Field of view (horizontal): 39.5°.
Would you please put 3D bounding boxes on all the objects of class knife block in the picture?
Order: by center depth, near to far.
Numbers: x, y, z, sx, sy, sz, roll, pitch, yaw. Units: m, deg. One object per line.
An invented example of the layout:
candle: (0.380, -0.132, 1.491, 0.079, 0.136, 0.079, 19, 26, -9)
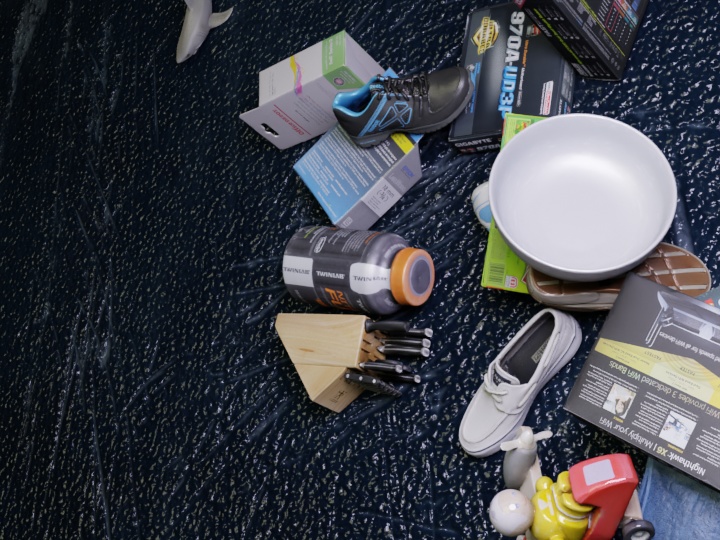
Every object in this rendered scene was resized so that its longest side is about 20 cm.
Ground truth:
knife block: (-0.005, 0.088, 1.310, 0.175, 0.064, 0.201, -43, 50, 13)

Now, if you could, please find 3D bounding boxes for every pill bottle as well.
pill bottle: (0.000, 0.000, 1.318, 0.197, 0.106, 0.108, 7, 73, 39)

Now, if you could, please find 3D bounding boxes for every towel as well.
towel: (0.308, 0.289, 0.987, 0.110, 0.048, 0.203, 16, 79, 40)

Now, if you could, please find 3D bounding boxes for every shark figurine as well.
shark figurine: (-0.308, -0.494, 1.799, 0.127, 0.089, 0.218, -29, 56, 22)

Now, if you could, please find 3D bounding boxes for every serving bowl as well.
serving bowl: (0.235, -0.069, 1.081, 0.196, 0.066, 0.204, -3, 59, 4)

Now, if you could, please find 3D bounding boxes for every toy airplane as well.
toy airplane: (0.181, 0.263, 1.012, 0.199, 0.139, 0.203, 5, 74, 66)

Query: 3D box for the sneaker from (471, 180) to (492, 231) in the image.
sneaker: (0.231, -0.109, 1.227, 0.198, 0.072, 0.074, -29, 82, 19)

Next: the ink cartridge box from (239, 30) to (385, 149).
ink cartridge box: (-0.073, -0.263, 1.488, 0.197, 0.117, 0.069, -19, 58, 29)

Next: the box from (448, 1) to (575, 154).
box: (0.205, -0.259, 1.323, 0.157, 0.046, 0.204, -3, 67, 36)

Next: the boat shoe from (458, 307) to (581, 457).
boat shoe: (0.173, 0.127, 1.149, 0.201, 0.065, 0.072, -49, 50, 13)

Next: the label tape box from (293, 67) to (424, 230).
label tape box: (0.017, -0.163, 1.409, 0.200, 0.063, 0.145, -43, 50, 9)

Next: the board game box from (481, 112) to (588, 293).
board game box: (0.207, -0.075, 1.174, 0.100, 0.048, 0.205, 9, 94, 17)

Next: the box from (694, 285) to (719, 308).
box: (0.379, 0.090, 1.033, 0.198, 0.038, 0.139, -28, 55, 24)

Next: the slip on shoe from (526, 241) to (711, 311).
slip on shoe: (0.281, 0.015, 1.107, 0.195, 0.061, 0.078, -4, 68, 3)

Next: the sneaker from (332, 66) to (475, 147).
sneaker: (0.055, -0.222, 1.316, 0.197, 0.082, 0.074, -18, 55, 26)

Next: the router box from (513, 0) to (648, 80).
router box: (0.272, -0.346, 1.207, 0.062, 0.199, 0.152, 14, 77, 45)

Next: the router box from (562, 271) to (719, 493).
router box: (0.323, 0.113, 0.988, 0.198, 0.052, 0.159, 26, 85, 34)
